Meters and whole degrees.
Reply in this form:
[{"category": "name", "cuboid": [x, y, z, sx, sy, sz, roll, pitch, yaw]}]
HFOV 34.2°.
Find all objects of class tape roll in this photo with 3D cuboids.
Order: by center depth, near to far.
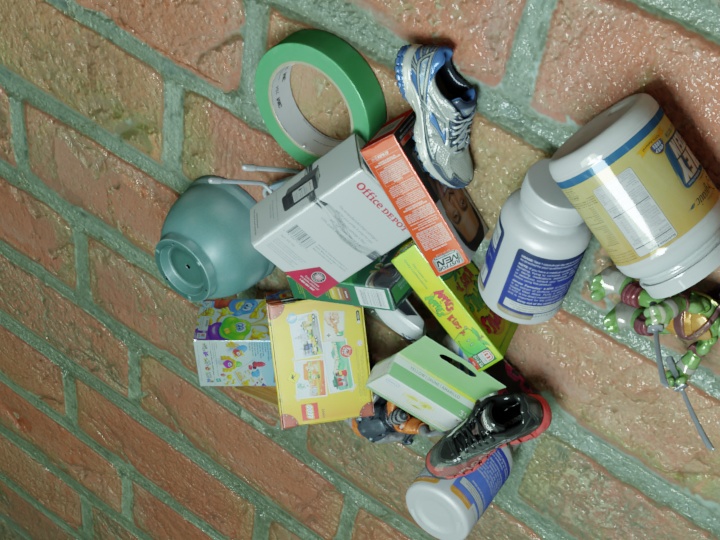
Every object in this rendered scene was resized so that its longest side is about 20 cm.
[{"category": "tape roll", "cuboid": [-0.058, -0.235, 1.639, 0.199, 0.048, 0.202, 24, 137, 25]}]

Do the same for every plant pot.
[{"category": "plant pot", "cuboid": [-0.251, -0.034, 1.916, 0.199, 0.134, 0.202, 23, 136, 25]}]

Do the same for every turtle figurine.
[{"category": "turtle figurine", "cuboid": [0.361, 0.084, 1.434, 0.193, 0.143, 0.202, 25, 97, 50]}]

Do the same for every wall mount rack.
[{"category": "wall mount rack", "cuboid": [-0.123, -0.112, 1.748, 0.174, 0.075, 0.199, 44, 153, -20]}]

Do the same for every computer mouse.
[{"category": "computer mouse", "cuboid": [0.069, 0.086, 1.759, 0.201, 0.044, 0.110, 52, 168, 17]}]

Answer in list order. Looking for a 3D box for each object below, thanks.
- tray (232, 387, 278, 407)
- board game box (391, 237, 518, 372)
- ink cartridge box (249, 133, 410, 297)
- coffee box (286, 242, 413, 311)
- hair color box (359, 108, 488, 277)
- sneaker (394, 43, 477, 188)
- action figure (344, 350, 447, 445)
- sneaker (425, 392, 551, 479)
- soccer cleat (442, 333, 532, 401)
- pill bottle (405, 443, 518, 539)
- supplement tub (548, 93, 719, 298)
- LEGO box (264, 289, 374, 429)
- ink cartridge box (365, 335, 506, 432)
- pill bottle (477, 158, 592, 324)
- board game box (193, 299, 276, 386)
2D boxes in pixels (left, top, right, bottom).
[{"category": "tray", "cuboid": [-0.153, 0.197, 2.102, 0.198, 0.037, 0.100, 18, 134, 32]}, {"category": "board game box", "cuboid": [0.135, 0.032, 1.638, 0.047, 0.102, 0.201, -34, 100, 31]}, {"category": "ink cartridge box", "cuboid": [-0.033, -0.074, 1.627, 0.199, 0.084, 0.145, -33, 129, 21]}, {"category": "coffee box", "cuboid": [0.000, 0.000, 1.728, 0.198, 0.123, 0.044, 7, 129, 40]}, {"category": "hair color box", "cuboid": [0.088, -0.105, 1.568, 0.061, 0.102, 0.201, -23, 107, 32]}, {"category": "sneaker", "cuboid": [0.112, -0.196, 1.499, 0.084, 0.077, 0.202, -4, 120, 39]}, {"category": "action figure", "cuboid": [0.032, 0.212, 1.894, 0.201, 0.104, 0.193, 55, 140, -5]}, {"category": "sneaker", "cuboid": [0.171, 0.229, 1.655, 0.098, 0.199, 0.071, 38, -155, -59]}, {"category": "soccer cleat", "cuboid": [0.194, 0.164, 1.744, 0.201, 0.070, 0.086, 59, 151, -8]}, {"category": "pill bottle", "cuboid": [0.163, 0.303, 1.774, 0.111, 0.200, 0.113, 23, 136, 25]}, {"category": "supplement tub", "cuboid": [0.326, -0.084, 1.343, 0.201, 0.145, 0.144, 52, 141, -8]}, {"category": "LEGO box", "cuboid": [-0.064, 0.131, 1.811, 0.077, 0.147, 0.203, -122, 25, -77]}, {"category": "ink cartridge box", "cuboid": [0.106, 0.170, 1.710, 0.145, 0.048, 0.200, 32, 158, -9]}, {"category": "pill bottle", "cuboid": [0.228, -0.038, 1.490, 0.119, 0.120, 0.201, 32, 139, 16]}, {"category": "board game box", "cuboid": [-0.165, 0.118, 1.921, 0.197, 0.104, 0.106, 0, 130, 2]}]
